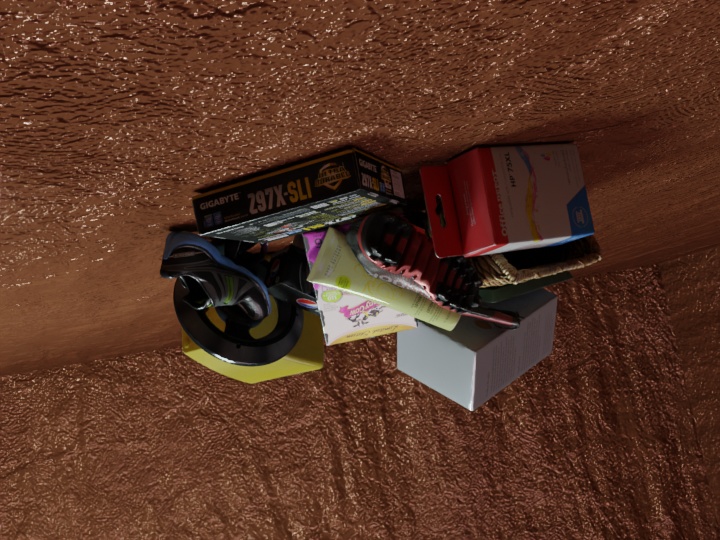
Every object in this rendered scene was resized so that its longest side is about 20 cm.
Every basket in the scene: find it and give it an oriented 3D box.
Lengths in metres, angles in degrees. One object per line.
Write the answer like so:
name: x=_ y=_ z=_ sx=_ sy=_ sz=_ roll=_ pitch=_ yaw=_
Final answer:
basket: x=0.202 y=-0.058 z=1.167 sx=0.199 sy=0.144 sz=0.148 roll=-10 pitch=179 yaw=-38

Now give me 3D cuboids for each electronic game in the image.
electronic game: x=-0.176 y=0.051 z=1.281 sx=0.198 sy=0.201 sz=0.042 roll=-6 pitch=148 yaw=-35

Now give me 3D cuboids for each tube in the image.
tube: x=0.035 y=0.018 z=1.121 sx=0.198 sy=0.058 sz=0.052 roll=24 pitch=155 yaw=-7

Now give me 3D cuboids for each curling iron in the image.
curling iron: x=0.126 y=0.051 z=1.179 sx=0.198 sy=0.026 sz=0.050 roll=13 pitch=167 yaw=-13

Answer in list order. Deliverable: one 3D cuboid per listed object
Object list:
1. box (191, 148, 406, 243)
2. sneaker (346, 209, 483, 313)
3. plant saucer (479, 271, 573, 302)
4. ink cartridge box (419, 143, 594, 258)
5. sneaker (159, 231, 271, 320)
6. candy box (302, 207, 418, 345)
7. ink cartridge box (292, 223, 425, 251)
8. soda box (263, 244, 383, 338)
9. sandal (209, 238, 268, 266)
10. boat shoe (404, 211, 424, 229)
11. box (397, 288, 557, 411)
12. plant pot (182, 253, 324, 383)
box: x=-0.065 y=-0.079 z=0.992 sx=0.198 sy=0.050 sz=0.159 roll=-14 pitch=175 yaw=20
sneaker: x=0.062 y=-0.010 z=1.070 sx=0.200 sy=0.071 sz=0.098 roll=30 pitch=167 yaw=-29
plant saucer: x=0.222 y=0.019 z=1.253 sx=0.070 sy=0.019 sz=0.199 roll=0 pitch=-170 yaw=45
ink cartridge box: x=0.176 y=-0.084 z=1.045 sx=0.198 sy=0.117 sz=0.067 roll=-8 pitch=173 yaw=-31
sneaker: x=-0.198 y=0.021 z=1.184 sx=0.070 sy=0.083 sz=0.199 roll=8 pitch=159 yaw=39
candy box: x=0.000 y=0.000 z=1.185 sx=0.135 sy=0.061 sz=0.201 roll=-11 pitch=129 yaw=-1
ink cartridge box: x=0.010 y=-0.027 z=1.262 sx=0.162 sy=0.058 sz=0.199 roll=25 pitch=161 yaw=-24
soda box: x=-0.041 y=0.034 z=1.299 sx=0.199 sy=0.064 sz=0.071 roll=25 pitch=156 yaw=-25
sandal: x=-0.155 y=-0.035 z=1.200 sx=0.075 sy=0.048 sz=0.200 roll=-7 pitch=172 yaw=-28
boat shoe: x=0.018 y=-0.046 z=1.366 sx=0.198 sy=0.057 sz=0.067 roll=-10 pitch=145 yaw=26
box: x=0.173 y=0.092 z=1.306 sx=0.199 sy=0.107 sz=0.152 roll=-27 pitch=-141 yaw=-36
plant pot: x=-0.196 y=0.075 z=1.498 sx=0.199 sy=0.202 sz=0.176 roll=-17 pitch=160 yaw=40
